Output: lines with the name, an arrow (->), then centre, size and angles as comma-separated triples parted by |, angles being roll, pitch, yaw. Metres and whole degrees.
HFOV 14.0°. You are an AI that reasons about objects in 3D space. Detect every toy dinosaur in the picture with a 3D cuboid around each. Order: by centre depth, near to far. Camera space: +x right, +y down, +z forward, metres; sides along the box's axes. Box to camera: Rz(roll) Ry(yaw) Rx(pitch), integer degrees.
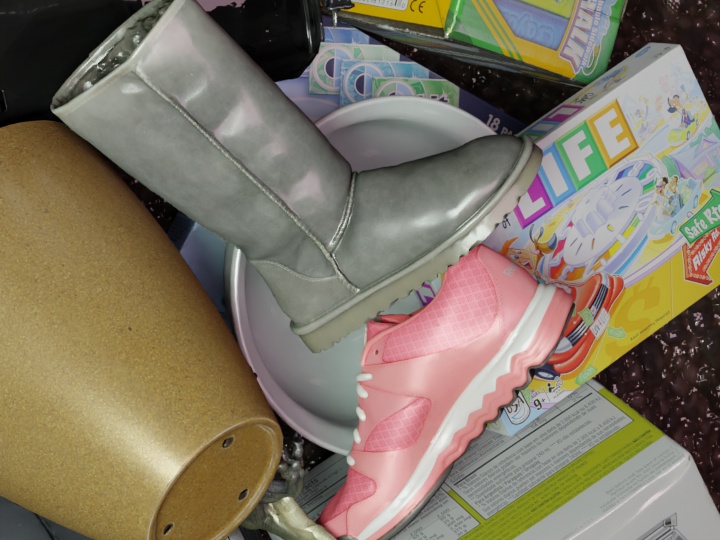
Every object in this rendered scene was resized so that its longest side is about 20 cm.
toy dinosaur -> -0.057, 0.110, 1.561 | 0.047, 0.200, 0.088 | -30, 143, -40

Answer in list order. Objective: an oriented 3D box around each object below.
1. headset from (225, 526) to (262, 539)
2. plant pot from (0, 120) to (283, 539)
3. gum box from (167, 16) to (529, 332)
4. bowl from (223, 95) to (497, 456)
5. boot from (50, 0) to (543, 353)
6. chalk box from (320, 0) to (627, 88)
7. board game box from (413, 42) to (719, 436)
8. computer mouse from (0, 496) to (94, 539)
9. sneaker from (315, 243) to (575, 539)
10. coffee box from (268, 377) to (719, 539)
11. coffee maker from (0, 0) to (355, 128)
headset -> -0.115, 0.151, 1.695 | 0.123, 0.094, 0.200 | 2, 111, -18
plant pot -> -0.138, 0.053, 1.502 | 0.186, 0.200, 0.187 | -37, 149, -26
gum box -> -0.012, -0.031, 1.710 | 0.170, 0.045, 0.200 | 28, 88, -20
bowl -> 0.000, 0.000, 1.640 | 0.201, 0.090, 0.201 | -4, 98, -28
boot -> -0.031, -0.071, 1.506 | 0.182, 0.073, 0.200 | -37, 104, 13
chalk box -> 0.077, -0.180, 1.663 | 0.200, 0.124, 0.124 | 12, 93, -52
board game box -> 0.123, -0.019, 1.631 | 0.200, 0.034, 0.135 | -35, 110, -19
computer mouse -> -0.178, 0.146, 1.559 | 0.138, 0.053, 0.200 | -23, 64, -29
sneaker -> 0.026, 0.067, 1.571 | 0.087, 0.074, 0.200 | 39, 104, 0
coffee box -> 0.094, 0.190, 1.670 | 0.200, 0.198, 0.200 | -34, 122, -11
coffee maker -> -0.134, -0.146, 1.578 | 0.200, 0.192, 0.135 | -16, 82, -18
